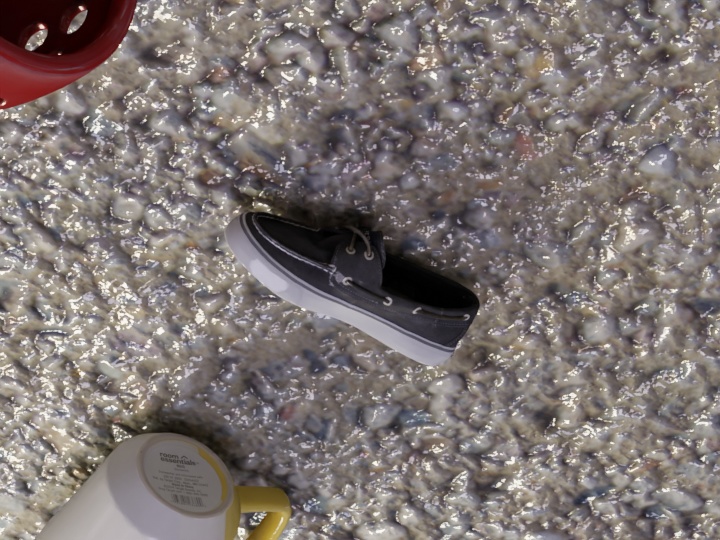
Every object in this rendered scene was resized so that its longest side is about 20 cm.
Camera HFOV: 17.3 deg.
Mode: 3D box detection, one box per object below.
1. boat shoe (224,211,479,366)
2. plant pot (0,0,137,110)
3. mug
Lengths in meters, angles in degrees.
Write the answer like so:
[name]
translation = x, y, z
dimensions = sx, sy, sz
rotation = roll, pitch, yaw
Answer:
[boat shoe]
translation = 0.000, 0.000, 1.656
dimensions = 0.199, 0.070, 0.066
rotation = 30, 116, -24
[plant pot]
translation = -0.257, -0.179, 1.365
dimensions = 0.181, 0.202, 0.200
rotation = -18, 136, 34
[mug]
translation = -0.159, 0.200, 1.869
dimensions = 0.149, 0.186, 0.154
rotation = 39, 127, 8
